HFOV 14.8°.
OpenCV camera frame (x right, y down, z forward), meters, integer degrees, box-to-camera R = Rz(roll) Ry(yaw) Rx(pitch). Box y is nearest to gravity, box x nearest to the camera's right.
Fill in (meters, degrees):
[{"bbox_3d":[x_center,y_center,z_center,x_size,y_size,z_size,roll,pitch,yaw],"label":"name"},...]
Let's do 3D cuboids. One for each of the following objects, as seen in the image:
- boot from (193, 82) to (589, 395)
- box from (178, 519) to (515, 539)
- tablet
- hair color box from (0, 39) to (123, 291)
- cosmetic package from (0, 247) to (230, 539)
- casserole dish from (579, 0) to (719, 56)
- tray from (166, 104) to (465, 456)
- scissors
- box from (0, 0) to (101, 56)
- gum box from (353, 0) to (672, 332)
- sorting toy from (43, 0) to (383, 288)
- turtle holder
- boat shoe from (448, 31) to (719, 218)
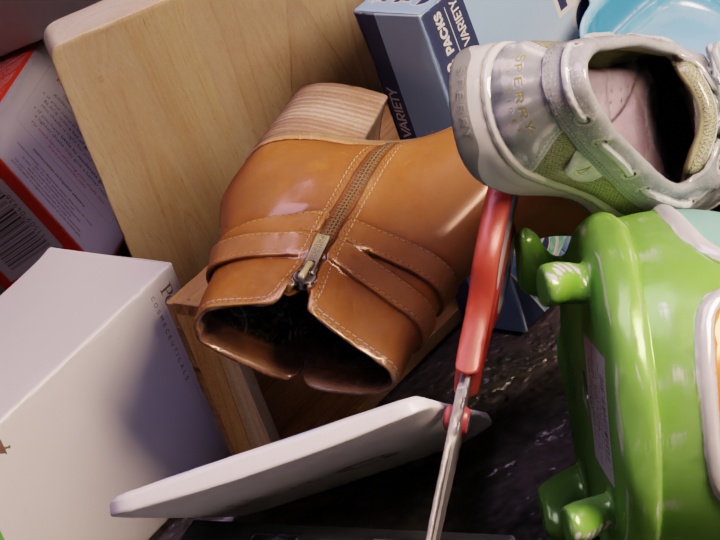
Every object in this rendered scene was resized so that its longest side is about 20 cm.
[{"bbox_3d":[0.035,-0.013,1.166,0.198,0.077,0.156,11,41,10],"label":"boot"},{"bbox_3d":[-0.040,0.177,1.048,0.157,0.051,0.200,0,34,31],"label":"box"},{"bbox_3d":[-0.018,0.079,1.127,0.129,0.014,0.200,-19,-7,8],"label":"tablet"},{"bbox_3d":[-0.161,-0.074,1.505,0.061,0.102,0.200,-31,20,31],"label":"hair color box"},{"bbox_3d":[-0.154,0.089,1.219,0.084,0.108,0.200,6,39,40],"label":"cosmetic package"},{"bbox_3d":[0.187,-0.076,1.273,0.199,0.039,0.121,35,52,17],"label":"casserole dish"},{"bbox_3d":[0.000,0.000,1.279,0.037,0.099,0.200,7,39,43],"label":"tray"},{"bbox_3d":[0.038,0.042,1.057,0.014,0.073,0.201,12,52,6],"label":"scissors"},{"bbox_3d":[-0.167,-0.207,1.493,0.152,0.107,0.199,-49,20,-28],"label":"box"},{"bbox_3d":[0.096,-0.098,1.312,0.044,0.171,0.200,9,39,42],"label":"gum box"},{"bbox_3d":[-0.040,-0.091,1.345,0.198,0.201,0.070,-23,44,-5],"label":"sorting toy"},{"bbox_3d":[0.133,0.048,1.097,0.131,0.186,0.142,-7,71,-2],"label":"turtle holder"},{"bbox_3d":[0.112,-0.060,1.097,0.064,0.075,0.201,-11,-12,35],"label":"boat shoe"}]
